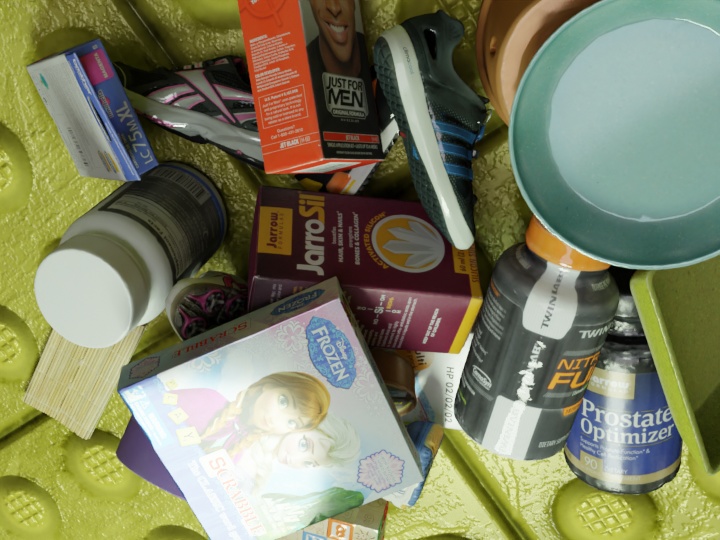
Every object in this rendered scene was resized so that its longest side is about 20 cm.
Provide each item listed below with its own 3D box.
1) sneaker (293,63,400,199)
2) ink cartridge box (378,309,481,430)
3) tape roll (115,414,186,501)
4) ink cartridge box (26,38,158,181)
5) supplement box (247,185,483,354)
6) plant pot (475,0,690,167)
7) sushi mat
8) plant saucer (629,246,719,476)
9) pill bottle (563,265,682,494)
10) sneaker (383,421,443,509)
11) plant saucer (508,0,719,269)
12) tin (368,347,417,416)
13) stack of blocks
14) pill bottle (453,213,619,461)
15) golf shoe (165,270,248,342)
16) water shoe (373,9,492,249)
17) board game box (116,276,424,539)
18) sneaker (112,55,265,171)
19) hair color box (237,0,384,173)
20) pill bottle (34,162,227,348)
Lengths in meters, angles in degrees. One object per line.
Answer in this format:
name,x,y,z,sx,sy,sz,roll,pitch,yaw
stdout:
sneaker,-0.003,-0.147,0.826,0.089,0.070,0.201,32,122,-5
ink cartridge box,0.080,0.090,0.922,0.198,0.068,0.116,6,118,13
tape roll,-0.142,0.185,0.952,0.198,0.200,0.086,23,85,4
ink cartridge box,-0.244,-0.144,0.848,0.199,0.042,0.120,16,133,61
supplement box,0.000,0.000,0.833,0.197,0.111,0.086,5,139,-9
plant pot,0.180,-0.167,0.725,0.198,0.140,0.202,7,118,13
sushi mat,-0.322,0.108,1.078,0.095,0.012,0.201,33,119,0
plant saucer,0.301,0.032,0.780,0.048,0.199,0.201,7,128,53
pill bottle,0.243,0.093,0.852,0.110,0.112,0.202,2,116,15
sneaker,0.026,0.191,0.941,0.087,0.076,0.200,28,154,5
plant saucer,0.204,-0.098,0.651,0.198,0.036,0.202,6,118,12
tin,-0.046,0.106,0.862,0.197,0.042,0.112,3,148,-4
stack of blocks,-0.074,0.299,1.076,0.198,0.059,0.116,13,119,10
pill bottle,0.150,0.050,0.775,0.105,0.106,0.202,16,118,7
golf shoe,-0.139,0.038,0.893,0.092,0.200,0.073,38,91,22
water shoe,0.077,-0.110,0.759,0.078,0.072,0.201,-25,120,-6
board game box,-0.071,0.132,0.794,0.198,0.041,0.201,-23,116,5
sneaker,-0.142,-0.162,0.868,0.198,0.080,0.087,23,89,13
hair color box,-0.043,-0.184,0.760,0.061,0.101,0.203,-10,91,31
pill bottle,-0.212,-0.017,0.876,0.112,0.200,0.115,7,117,13
